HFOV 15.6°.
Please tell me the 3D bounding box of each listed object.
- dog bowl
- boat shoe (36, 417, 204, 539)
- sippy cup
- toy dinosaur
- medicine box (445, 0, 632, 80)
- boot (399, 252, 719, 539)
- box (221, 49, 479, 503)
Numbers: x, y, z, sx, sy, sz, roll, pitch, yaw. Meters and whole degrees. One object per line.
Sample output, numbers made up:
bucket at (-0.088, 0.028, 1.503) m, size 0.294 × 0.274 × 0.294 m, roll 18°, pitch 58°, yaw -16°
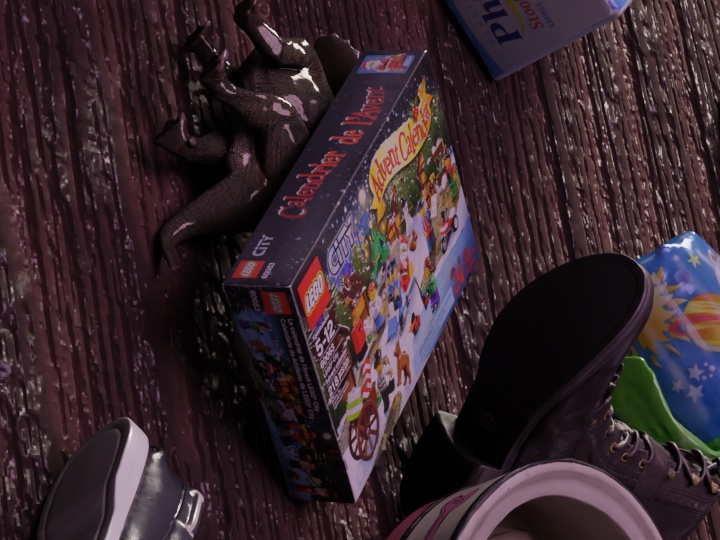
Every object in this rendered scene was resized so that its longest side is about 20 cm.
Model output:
dog bowl at (0.074, 0.193, 1.287) m, size 0.200 × 0.074 × 0.200 m, roll 7°, pitch 81°, yaw -46°
boat shoe at (-0.110, 0.147, 1.110) m, size 0.060 × 0.076 × 0.200 m, roll 42°, pitch 41°, yaw -21°
sippy cup at (0.189, 0.054, 1.525) m, size 0.130 × 0.140 × 0.178 m, roll 56°, pitch -10°, yaw 5°
toy dinosaur at (-0.046, -0.073, 1.330) m, size 0.102 × 0.077 × 0.200 m, roll 38°, pitch 40°, yaw -23°
medicine box at (0.106, -0.248, 1.613) m, size 0.182 × 0.103 × 0.200 m, roll 56°, pitch 35°, yaw -12°
boot at (0.130, 0.087, 1.382) m, size 0.174 × 0.200 × 0.069 m, roll 21°, pitch 29°, yaw -37°
box at (0.000, 0.000, 1.321) m, size 0.200 × 0.038 × 0.137 m, roll -61°, pitch 145°, yaw -46°
